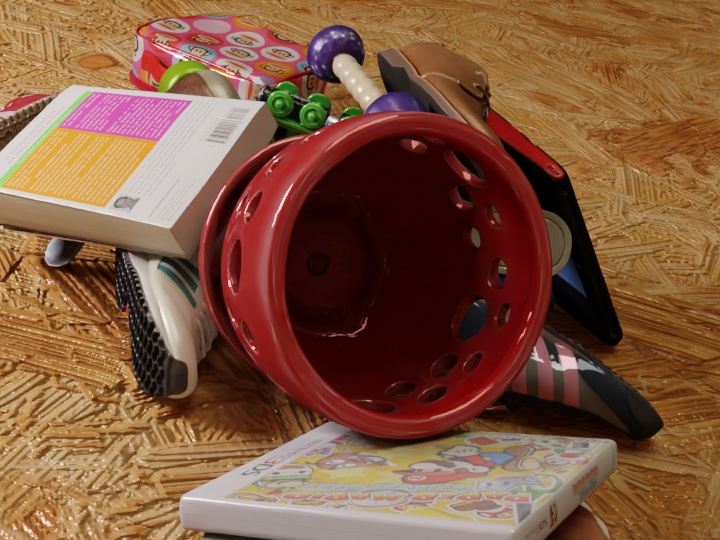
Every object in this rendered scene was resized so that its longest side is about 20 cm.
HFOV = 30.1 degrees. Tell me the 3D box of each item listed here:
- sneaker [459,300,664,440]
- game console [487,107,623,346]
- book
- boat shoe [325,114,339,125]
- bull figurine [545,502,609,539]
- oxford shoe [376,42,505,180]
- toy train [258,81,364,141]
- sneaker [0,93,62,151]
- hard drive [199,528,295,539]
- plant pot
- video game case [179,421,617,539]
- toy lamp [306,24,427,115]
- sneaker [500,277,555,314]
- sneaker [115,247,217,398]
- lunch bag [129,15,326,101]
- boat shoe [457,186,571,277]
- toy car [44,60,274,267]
[{"bbox_3d":[0.126,0.082,0.994,0.199,0.082,0.070,34,-5,3],"label":"sneaker"},{"bbox_3d":[0.144,-0.044,1.132,0.031,0.201,0.177,-32,39,-5],"label":"game console"},{"bbox_3d":[-0.177,-0.082,1.006,0.199,0.048,0.134,10,53,33],"label":"book"},{"bbox_3d":[-0.053,-0.105,1.229,0.199,0.073,0.072,7,-2,43],"label":"boat shoe"},{"bbox_3d":[0.105,0.181,0.756,0.121,0.066,0.200,1,25,-16],"label":"bull figurine"},{"bbox_3d":[0.077,-0.134,1.058,0.071,0.072,0.200,-20,39,-7],"label":"oxford shoe"},{"bbox_3d":[0.005,-0.100,1.119,0.199,0.057,0.042,20,24,-1],"label":"toy train"},{"bbox_3d":[-0.325,-0.106,1.155,0.199,0.072,0.112,-16,11,-16],"label":"sneaker"},{"bbox_3d":[-0.013,0.180,0.659,0.199,0.033,0.140,0,21,22],"label":"hard drive"},{"bbox_3d":[0.000,0.000,0.890,0.199,0.202,0.182,2,1,-23],"label":"plant pot"},{"bbox_3d":[0.028,0.122,0.773,0.199,0.023,0.182,1,8,26],"label":"video game case"},{"bbox_3d":[0.010,-0.137,1.061,0.058,0.059,0.200,3,30,-21],"label":"toy lamp"},{"bbox_3d":[0.071,-0.002,1.111,0.199,0.083,0.074,9,22,-11],"label":"sneaker"},{"bbox_3d":[-0.123,0.023,0.970,0.093,0.071,0.200,-2,25,-18],"label":"sneaker"},{"bbox_3d":[-0.149,-0.215,1.461,0.199,0.082,0.176,26,28,26],"label":"lunch bag"},{"bbox_3d":[0.063,-0.036,1.052,0.199,0.072,0.068,15,3,-1],"label":"boat shoe"},{"bbox_3d":[-0.173,-0.062,1.109,0.199,0.158,0.164,-26,32,-11],"label":"toy car"}]
